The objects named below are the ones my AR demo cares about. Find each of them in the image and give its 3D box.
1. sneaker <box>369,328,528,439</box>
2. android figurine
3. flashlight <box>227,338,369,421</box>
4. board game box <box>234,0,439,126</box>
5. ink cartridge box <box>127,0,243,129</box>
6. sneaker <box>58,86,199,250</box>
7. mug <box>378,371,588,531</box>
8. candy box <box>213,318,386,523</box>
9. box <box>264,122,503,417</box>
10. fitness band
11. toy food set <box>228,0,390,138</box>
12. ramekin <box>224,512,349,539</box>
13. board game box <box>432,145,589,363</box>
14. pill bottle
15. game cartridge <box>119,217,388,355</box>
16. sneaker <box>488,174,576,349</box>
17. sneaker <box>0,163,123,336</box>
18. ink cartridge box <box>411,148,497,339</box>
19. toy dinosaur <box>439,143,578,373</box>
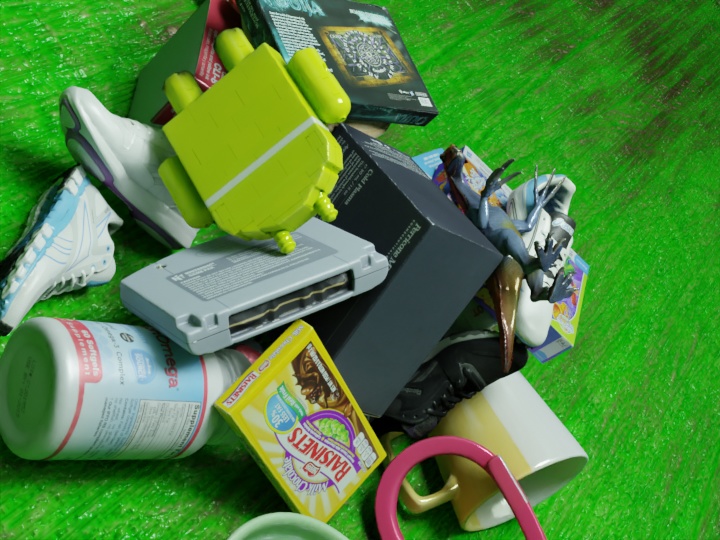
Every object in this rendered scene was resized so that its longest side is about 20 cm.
[{"bbox_3d":[0.074,0.124,1.160,0.076,0.199,0.088,48,33,-46],"label":"sneaker"},{"bbox_3d":[-0.091,-0.109,1.015,0.200,0.182,0.041,56,13,20],"label":"android figurine"},{"bbox_3d":[-0.087,0.105,1.099,0.200,0.068,0.068,31,79,-23],"label":"flashlight"},{"bbox_3d":[-0.020,-0.206,1.130,0.200,0.028,0.136,-1,61,-48],"label":"board game box"},{"bbox_3d":[-0.119,-0.147,1.202,0.200,0.145,0.145,30,41,-27],"label":"ink cartridge box"},{"bbox_3d":[-0.201,-0.110,1.085,0.100,0.075,0.200,-51,136,-13],"label":"sneaker"},{"bbox_3d":[0.126,0.168,1.220,0.186,0.149,0.153,8,46,-52],"label":"mug"},{"bbox_3d":[-0.047,0.140,1.020,0.026,0.102,0.200,31,-22,41],"label":"candy box"},{"bbox_3d":[0.000,0.000,1.104,0.104,0.200,0.182,22,22,-41],"label":"box"},{"bbox_3d":[0.097,0.254,1.118,0.200,0.143,0.037,62,5,12],"label":"fitness band"},{"bbox_3d":[-0.046,-0.210,1.171,0.198,0.049,0.201,24,45,-34],"label":"toy food set"},{"bbox_3d":[-0.067,0.302,0.924,0.200,0.098,0.200,29,43,-30],"label":"ramekin"},{"bbox_3d":[0.150,-0.017,1.227,0.200,0.045,0.135,42,40,-17],"label":"board game box"},{"bbox_3d":[-0.184,0.099,0.955,0.200,0.109,0.109,8,55,-45],"label":"pill bottle"},{"bbox_3d":[-0.093,0.007,0.994,0.200,0.041,0.133,-21,33,-32],"label":"game cartridge"},{"bbox_3d":[0.174,-0.015,1.155,0.072,0.072,0.200,33,49,-27],"label":"sneaker"},{"bbox_3d":[-0.253,-0.007,1.003,0.087,0.075,0.200,44,37,-21],"label":"sneaker"},{"bbox_3d":[0.058,-0.001,1.275,0.147,0.146,0.200,-25,82,-53],"label":"ink cartridge box"},{"bbox_3d":[0.118,-0.039,1.104,0.181,0.200,0.105,31,-9,45],"label":"toy dinosaur"}]
